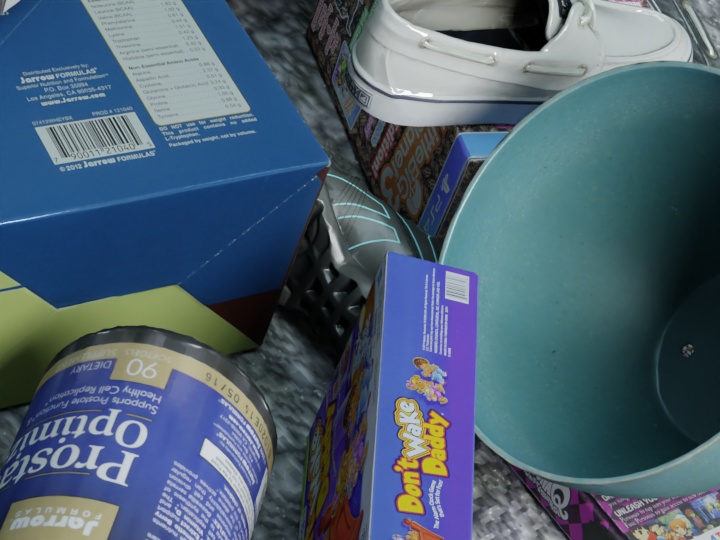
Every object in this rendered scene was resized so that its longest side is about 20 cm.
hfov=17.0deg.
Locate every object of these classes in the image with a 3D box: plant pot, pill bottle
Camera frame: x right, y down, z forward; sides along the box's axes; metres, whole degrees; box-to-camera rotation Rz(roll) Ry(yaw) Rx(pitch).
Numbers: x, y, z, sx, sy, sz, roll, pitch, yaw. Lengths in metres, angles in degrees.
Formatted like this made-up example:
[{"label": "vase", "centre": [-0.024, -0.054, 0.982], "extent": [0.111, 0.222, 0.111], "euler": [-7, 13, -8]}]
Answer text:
[{"label": "plant pot", "centre": [0.152, 0.021, 1.128], "extent": [0.135, 0.200, 0.201], "euler": [31, 26, -50]}, {"label": "pill bottle", "centre": [-0.108, 0.127, 0.996], "extent": [0.111, 0.112, 0.201], "euler": [20, 42, -3]}]

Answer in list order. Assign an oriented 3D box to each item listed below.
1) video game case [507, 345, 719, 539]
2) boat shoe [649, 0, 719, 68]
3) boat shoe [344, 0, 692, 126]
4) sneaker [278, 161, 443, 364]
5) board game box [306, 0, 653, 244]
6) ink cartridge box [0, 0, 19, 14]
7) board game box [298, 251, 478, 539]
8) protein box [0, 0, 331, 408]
[{"label": "video game case", "centre": [0.191, 0.108, 1.198], "extent": [0.199, 0.036, 0.182], "euler": [-19, 57, -36]}, {"label": "boat shoe", "centre": [0.148, -0.167, 1.440], "extent": [0.071, 0.072, 0.201], "euler": [2, 51, -41]}, {"label": "boat shoe", "centre": [0.088, -0.119, 1.213], "extent": [0.199, 0.066, 0.072], "euler": [-2, 48, -24]}, {"label": "sneaker", "centre": [0.000, 0.000, 1.210], "extent": [0.079, 0.075, 0.201], "euler": [-13, 61, -47]}, {"label": "board game box", "centre": [0.082, -0.097, 1.310], "extent": [0.158, 0.097, 0.201], "euler": [-1, 48, -24]}, {"label": "ink cartridge box", "centre": [-0.207, -0.182, 1.079], "extent": [0.145, 0.084, 0.200], "euler": [32, 44, 10]}, {"label": "board game box", "centre": [0.009, 0.111, 1.045], "extent": [0.044, 0.135, 0.201], "euler": [14, 43, -9]}, {"label": "protein box", "centre": [-0.157, -0.060, 1.142], "extent": [0.197, 0.135, 0.200], "euler": [-12, 53, -32]}]
